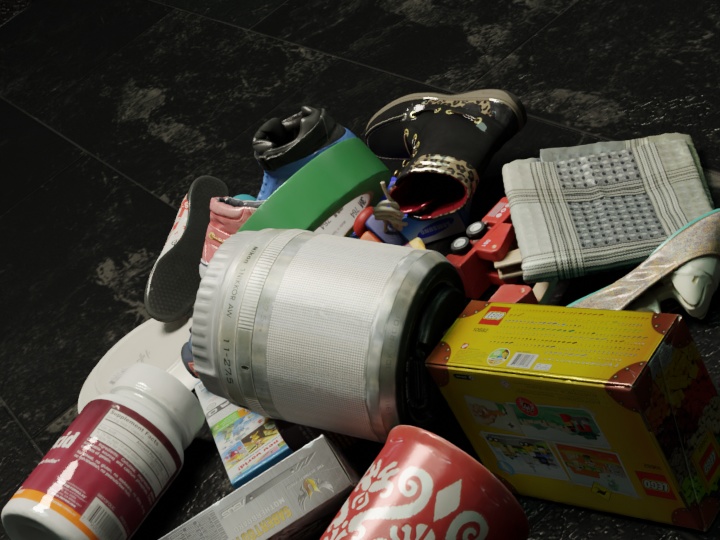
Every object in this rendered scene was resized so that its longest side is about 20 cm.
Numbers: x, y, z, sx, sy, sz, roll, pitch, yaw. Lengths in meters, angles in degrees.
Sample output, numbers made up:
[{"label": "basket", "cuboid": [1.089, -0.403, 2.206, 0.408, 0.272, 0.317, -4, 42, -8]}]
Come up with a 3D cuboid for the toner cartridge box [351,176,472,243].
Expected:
[{"label": "toner cartridge box", "cuboid": [0.026, -0.058, 1.584, 0.199, 0.043, 0.095, -18, 33, 25]}]

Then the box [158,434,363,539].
[{"label": "box", "cuboid": [-0.088, 0.216, 1.171, 0.199, 0.048, 0.158, -32, -16, -2]}]

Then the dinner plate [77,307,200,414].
[{"label": "dinner plate", "cuboid": [-0.238, 0.101, 1.615, 0.199, 0.024, 0.201, -25, 30, 15]}]

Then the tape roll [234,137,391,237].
[{"label": "tape roll", "cuboid": [-0.056, -0.040, 1.372, 0.200, 0.048, 0.200, -43, -8, -7]}]

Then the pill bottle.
[{"label": "pill bottle", "cuboid": [-0.243, 0.193, 1.384, 0.114, 0.115, 0.200, -2, 40, 41]}]

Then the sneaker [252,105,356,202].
[{"label": "sneaker", "cuboid": [-0.093, -0.104, 1.563, 0.199, 0.111, 0.077, -31, 30, 29]}]

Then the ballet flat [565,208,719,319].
[{"label": "ballet flat", "cuboid": [0.257, 0.026, 1.229, 0.199, 0.068, 0.067, -35, 48, 5]}]

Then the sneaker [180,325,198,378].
[{"label": "sneaker", "cuboid": [-0.139, 0.091, 1.450, 0.084, 0.075, 0.200, -28, 18, 3]}]

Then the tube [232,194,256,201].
[{"label": "tube", "cuboid": [-0.115, -0.036, 1.669, 0.078, 0.050, 0.200, -69, 24, 12]}]

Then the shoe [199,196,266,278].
[{"label": "shoe", "cuboid": [-0.076, -0.018, 1.502, 0.199, 0.092, 0.071, 13, 16, 21]}]

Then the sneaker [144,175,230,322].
[{"label": "sneaker", "cuboid": [-0.208, -0.005, 1.697, 0.108, 0.067, 0.202, 119, 169, -58]}]

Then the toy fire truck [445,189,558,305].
[{"label": "toy fire truck", "cuboid": [0.157, -0.013, 1.382, 0.200, 0.049, 0.141, -45, 33, -25]}]

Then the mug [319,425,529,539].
[{"label": "mug", "cuboid": [0.029, 0.235, 1.047, 0.200, 0.134, 0.177, -49, 31, -22]}]

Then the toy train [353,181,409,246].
[{"label": "toy train", "cuboid": [0.000, 0.000, 1.373, 0.116, 0.200, 0.085, -44, 61, -9]}]

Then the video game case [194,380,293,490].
[{"label": "video game case", "cuboid": [-0.086, 0.128, 1.433, 0.143, 0.018, 0.200, -32, 29, -2]}]

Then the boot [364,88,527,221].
[{"label": "boot", "cuboid": [0.067, -0.121, 1.527, 0.199, 0.073, 0.151, -3, 39, 34]}]

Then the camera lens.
[{"label": "camera lens", "cuboid": [-0.019, 0.052, 1.189, 0.199, 0.161, 0.160, 10, 46, 24]}]

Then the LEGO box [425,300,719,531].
[{"label": "LEGO box", "cuboid": [0.169, 0.106, 1.086, 0.199, 0.149, 0.077, 4, 44, 46]}]

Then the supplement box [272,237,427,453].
[{"label": "supplement box", "cuboid": [0.004, 0.077, 1.317, 0.199, 0.086, 0.111, -31, 53, 0]}]

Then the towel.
[{"label": "towel", "cuboid": [0.235, -0.068, 1.352, 0.191, 0.035, 0.201, -9, 35, 6]}]
